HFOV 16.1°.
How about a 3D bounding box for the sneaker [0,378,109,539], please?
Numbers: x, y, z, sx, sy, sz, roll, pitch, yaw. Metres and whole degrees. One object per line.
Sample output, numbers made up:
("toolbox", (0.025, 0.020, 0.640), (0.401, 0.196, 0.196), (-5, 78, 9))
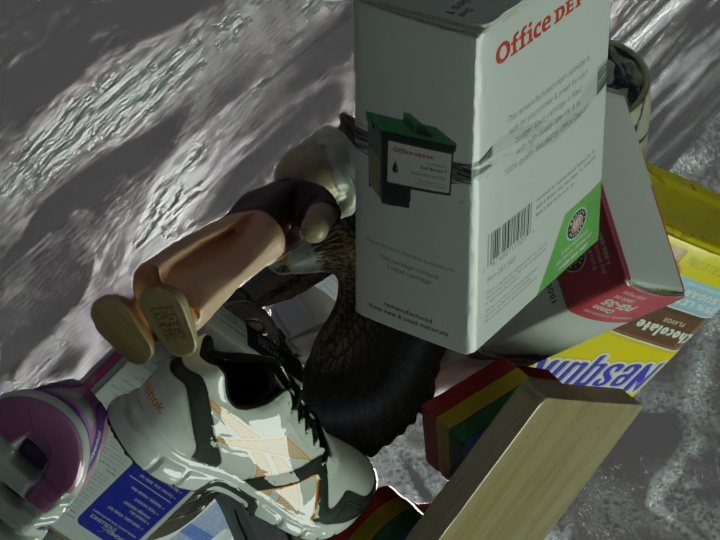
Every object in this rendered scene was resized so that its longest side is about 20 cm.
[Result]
("sneaker", (-0.204, 0.134, 1.440), (0.200, 0.080, 0.088), (-50, 180, 26))

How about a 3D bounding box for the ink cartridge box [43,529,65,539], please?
("ink cartridge box", (-0.242, 0.241, 1.630), (0.200, 0.084, 0.146), (-48, 154, 26))

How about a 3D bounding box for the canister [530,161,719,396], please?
("canister", (0.159, 0.024, 1.725), (0.148, 0.087, 0.200), (19, 125, -36))

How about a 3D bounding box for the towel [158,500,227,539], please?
("towel", (-0.160, 0.166, 1.720), (0.147, 0.024, 0.200), (-40, 149, 4))

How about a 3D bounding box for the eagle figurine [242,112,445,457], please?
("eagle figurine", (-0.007, -0.001, 1.589), (0.152, 0.150, 0.200), (-77, -174, -46))

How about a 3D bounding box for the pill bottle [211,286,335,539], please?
("pill bottle", (-0.083, 0.106, 1.839), (0.200, 0.109, 0.109), (-48, 173, 13))

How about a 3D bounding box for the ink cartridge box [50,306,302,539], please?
("ink cartridge box", (-0.134, 0.101, 1.527), (0.200, 0.095, 0.037), (-45, -154, 19))

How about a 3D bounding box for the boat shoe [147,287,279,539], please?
("boat shoe", (-0.113, 0.085, 1.594), (0.074, 0.073, 0.200), (9, 124, -36))

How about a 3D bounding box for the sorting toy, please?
("sorting toy", (0.065, 0.140, 1.600), (0.200, 0.070, 0.199), (-54, 159, 11))

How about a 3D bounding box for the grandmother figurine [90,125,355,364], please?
("grandmother figurine", (-0.061, -0.021, 1.445), (0.121, 0.061, 0.200), (-2, -151, 37))

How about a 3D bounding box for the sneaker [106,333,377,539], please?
("sneaker", (-0.050, 0.096, 1.460), (0.080, 0.074, 0.200), (-46, 140, 18))

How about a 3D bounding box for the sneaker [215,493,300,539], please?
("sneaker", (-0.063, 0.122, 1.662), (0.070, 0.201, 0.073), (-14, 160, -23))

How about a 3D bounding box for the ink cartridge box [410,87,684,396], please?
("ink cartridge box", (0.089, -0.015, 1.631), (0.199, 0.147, 0.083), (-26, 161, 30))

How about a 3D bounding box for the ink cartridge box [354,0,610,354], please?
("ink cartridge box", (0.067, -0.080, 1.394), (0.146, 0.084, 0.201), (-38, 138, -45))

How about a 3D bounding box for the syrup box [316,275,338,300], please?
("syrup box", (0.038, -0.018, 1.954), (0.200, 0.079, 0.081), (-48, 172, 22))

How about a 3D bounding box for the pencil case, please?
("pencil case", (0.157, -0.074, 1.748), (0.077, 0.090, 0.200), (-13, 142, -8))

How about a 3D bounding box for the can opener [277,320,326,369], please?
("can opener", (-0.056, 0.072, 1.719), (0.199, 0.067, 0.053), (-19, 147, 9))
